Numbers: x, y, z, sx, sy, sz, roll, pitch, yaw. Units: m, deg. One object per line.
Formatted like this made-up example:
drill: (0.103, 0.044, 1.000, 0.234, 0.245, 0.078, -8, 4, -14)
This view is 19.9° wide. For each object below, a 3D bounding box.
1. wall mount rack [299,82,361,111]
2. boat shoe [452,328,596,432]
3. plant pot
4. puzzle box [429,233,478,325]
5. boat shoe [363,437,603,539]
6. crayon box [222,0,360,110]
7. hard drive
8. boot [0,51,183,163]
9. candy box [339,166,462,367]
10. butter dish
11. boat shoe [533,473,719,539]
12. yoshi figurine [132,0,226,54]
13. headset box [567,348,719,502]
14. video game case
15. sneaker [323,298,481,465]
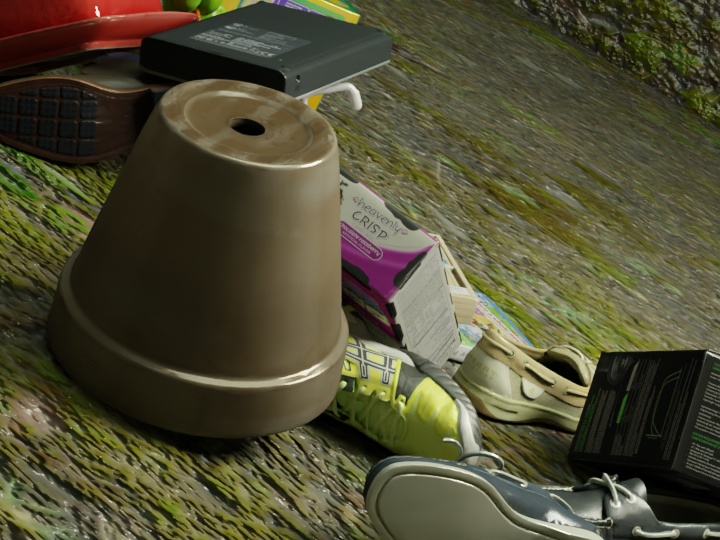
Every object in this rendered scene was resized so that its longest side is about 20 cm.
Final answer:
wall mount rack: (-0.031, -0.096, 1.822, 0.074, 0.176, 0.200, -9, 23, -9)
boat shoe: (0.154, 0.084, 1.664, 0.200, 0.064, 0.073, 10, 23, -45)
plant pot: (-0.091, -0.020, 1.322, 0.198, 0.175, 0.201, 11, 29, -6)
puzzle box: (-0.012, -0.010, 1.696, 0.198, 0.026, 0.133, 10, 22, -19)
boat shoe: (0.077, 0.155, 1.305, 0.199, 0.075, 0.062, 18, 19, -32)
crayon box: (-0.114, -0.267, 2.233, 0.198, 0.120, 0.058, 21, 17, -22)
hard drive: (-0.076, -0.187, 1.744, 0.138, 0.033, 0.200, 16, 22, 23)
boot: (-0.221, -0.138, 1.711, 0.198, 0.075, 0.097, 1, 21, -14)
candy box: (0.000, 0.000, 1.506, 0.136, 0.061, 0.200, 38, -14, 19)
butter dish: (-0.271, -0.253, 1.776, 0.198, 0.149, 0.199, -10, 3, 21)
boat shoe: (0.183, 0.172, 1.444, 0.199, 0.061, 0.076, 16, 19, -35)
yoshi figurine: (-0.182, -0.250, 1.932, 0.112, 0.200, 0.113, -35, 94, -34)
headset box: (0.274, 0.132, 1.549, 0.173, 0.094, 0.200, 22, -9, -15)
video game case: (0.055, 0.036, 1.742, 0.199, 0.018, 0.143, 16, 19, -32)
sneaker: (-0.002, 0.086, 1.432, 0.199, 0.076, 0.076, 33, 37, 30)
